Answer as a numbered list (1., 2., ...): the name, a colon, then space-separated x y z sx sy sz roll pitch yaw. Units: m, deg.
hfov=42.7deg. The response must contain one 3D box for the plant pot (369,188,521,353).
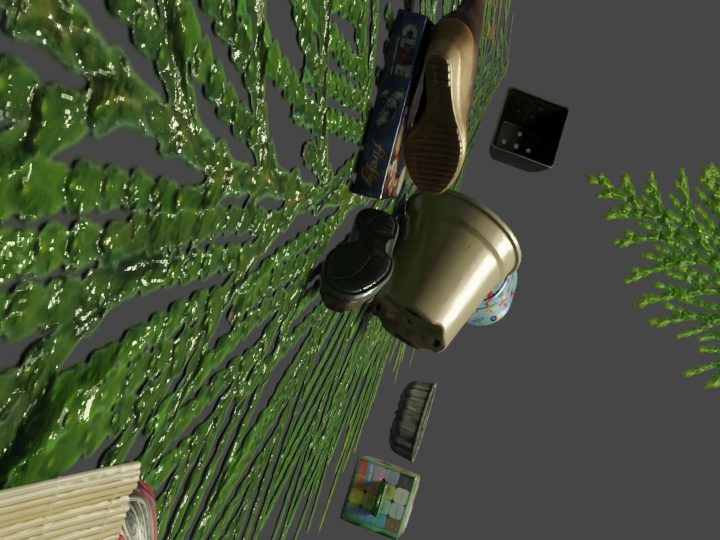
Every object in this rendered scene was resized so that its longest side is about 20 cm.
1. plant pot: 0.111 0.011 1.379 0.184 0.199 0.201 -55 163 -24

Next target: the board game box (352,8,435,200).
1. board game box: 0.044 -0.184 1.054 0.135 0.034 0.203 -29 135 -76

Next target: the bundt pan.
1. bundt pan: 0.124 0.363 2.272 0.202 0.075 0.205 17 90 -80

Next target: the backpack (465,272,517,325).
1. backpack: 0.191 0.000 1.698 0.135 0.197 0.185 87 23 -63

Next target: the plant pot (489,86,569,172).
1. plant pot: 0.497 -0.410 2.818 0.178 0.197 0.203 116 -7 -78

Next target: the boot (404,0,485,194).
1. boot: 0.110 -0.207 1.067 0.167 0.071 0.202 -60 160 -46

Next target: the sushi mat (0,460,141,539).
1. sushi mat: -0.160 0.133 0.361 0.199 0.012 0.097 7 98 -66

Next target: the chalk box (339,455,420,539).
1. chalk box: 0.038 0.438 1.789 0.200 0.122 0.126 58 51 -76

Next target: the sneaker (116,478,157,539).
1. sneaker: -0.145 0.213 0.515 0.075 0.079 0.203 -49 153 -72

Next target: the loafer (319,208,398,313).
1. loafer: 0.000 0.000 1.020 0.201 0.071 0.064 -61 171 -58
